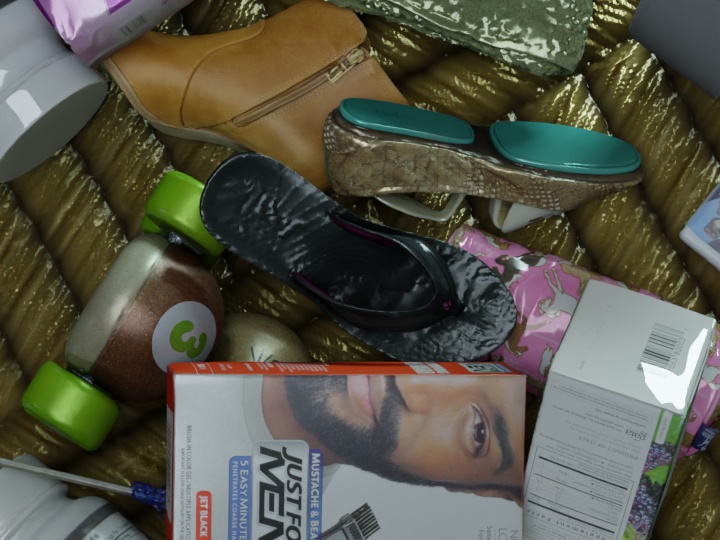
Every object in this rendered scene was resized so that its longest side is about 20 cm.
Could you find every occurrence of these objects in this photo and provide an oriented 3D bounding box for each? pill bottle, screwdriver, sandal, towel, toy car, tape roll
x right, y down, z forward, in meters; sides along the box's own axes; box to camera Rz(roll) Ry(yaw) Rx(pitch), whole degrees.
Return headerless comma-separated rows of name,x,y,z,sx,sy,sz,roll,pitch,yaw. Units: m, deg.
pill bottle,-0.160,0.211,1.387,0.200,0.114,0.114,40,93,8
screwdriver,-0.152,0.128,1.378,0.200,0.028,0.029,22,114,-31
sandal,-0.001,0.001,1.304,0.200,0.048,0.076,26,93,-11
towel,0.060,-0.210,1.401,0.199,0.036,0.149,20,77,7
pill bottle,-0.257,-0.158,1.415,0.116,0.116,0.200,-43,84,4
toy car,-0.077,0.066,1.374,0.200,0.158,0.165,33,82,-3
tape roll,0.239,-0.197,1.306,0.066,0.200,0.201,37,93,7

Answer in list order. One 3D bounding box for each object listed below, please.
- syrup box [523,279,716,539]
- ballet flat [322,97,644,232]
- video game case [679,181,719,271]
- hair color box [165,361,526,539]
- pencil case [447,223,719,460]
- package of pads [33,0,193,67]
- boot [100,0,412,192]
syrup box,0.140,0.108,1.309,0.081,0.200,0.079,18,47,11
ballet flat,0.072,-0.059,1.388,0.199,0.071,0.065,9,118,-8
video game case,0.327,-0.029,1.377,0.200,0.023,0.182,40,93,7
hair color box,-0.009,0.109,1.288,0.199,0.064,0.111,0,94,-9
pencil case,0.128,0.044,1.372,0.199,0.083,0.087,23,65,8
package of pads,-0.116,-0.224,1.356,0.200,0.076,0.121,-34,82,1
boot,-0.074,-0.134,1.419,0.144,0.071,0.201,-42,86,-2
